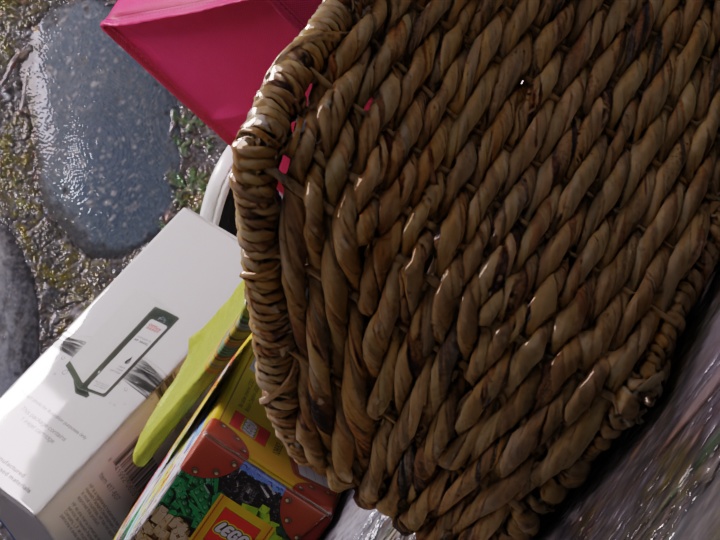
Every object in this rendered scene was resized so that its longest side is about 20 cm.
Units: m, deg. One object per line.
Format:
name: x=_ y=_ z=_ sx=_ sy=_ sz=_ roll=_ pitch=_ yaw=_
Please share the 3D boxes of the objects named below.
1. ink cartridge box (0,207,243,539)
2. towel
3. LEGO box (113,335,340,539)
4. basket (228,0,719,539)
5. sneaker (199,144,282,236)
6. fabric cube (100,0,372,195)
ink cartridge box: x=-0.118 y=0.087 z=1.681 sx=0.200 sy=0.084 sz=0.146 roll=-47 pitch=-36 yaw=-16
towel: x=-0.067 y=0.027 z=1.464 sx=0.086 sy=0.018 sz=0.200 roll=-58 pitch=4 yaw=-33
LEGO box: x=-0.071 y=0.126 z=1.517 sx=0.149 sy=0.077 sz=0.200 roll=-55 pitch=4 yaw=17
basket: x=0.030 y=-0.021 z=0.942 sx=0.143 sy=0.149 sz=0.200 roll=-52 pitch=6 yaw=46
sneaker: x=-0.043 y=-0.002 z=1.915 sx=0.200 sy=0.112 sz=0.073 roll=93 pitch=-159 yaw=-53
fabric cube: x=0.005 y=-0.169 z=1.744 sx=0.196 sy=0.200 sz=0.199 roll=0 pitch=53 yaw=56
